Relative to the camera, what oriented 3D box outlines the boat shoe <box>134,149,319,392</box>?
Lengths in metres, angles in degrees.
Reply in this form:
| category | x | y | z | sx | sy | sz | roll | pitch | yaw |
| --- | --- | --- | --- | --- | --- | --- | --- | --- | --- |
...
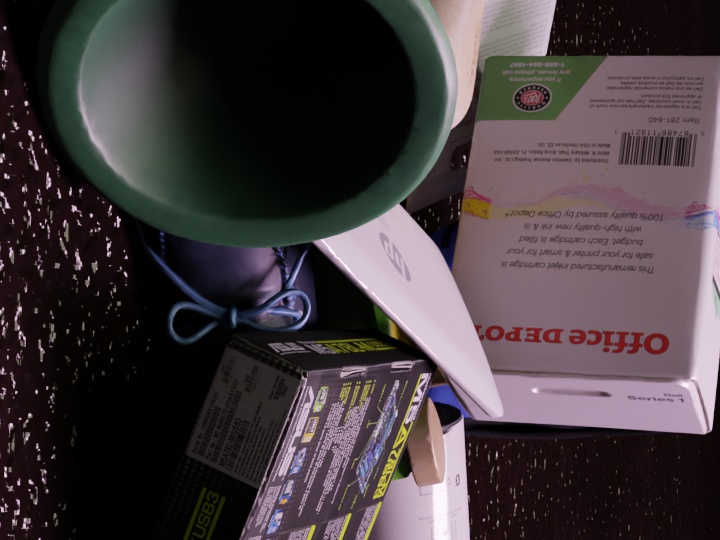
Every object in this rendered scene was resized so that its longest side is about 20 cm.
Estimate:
| category | x | y | z | sx | sy | sz | roll | pitch | yaw |
| --- | --- | --- | --- | --- | --- | --- | --- | --- | --- |
| boat shoe | -0.049 | 0.022 | 0.973 | 0.201 | 0.083 | 0.069 | 65 | 19 | -47 |

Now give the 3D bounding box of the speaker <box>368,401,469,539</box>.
| category | x | y | z | sx | sy | sz | roll | pitch | yaw |
| --- | --- | --- | --- | --- | --- | --- | --- | --- | --- |
| speaker | 0.027 | 0.184 | 1.214 | 0.081 | 0.080 | 0.202 | -32 | 120 | -68 |

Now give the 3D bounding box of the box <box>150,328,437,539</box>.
| category | x | y | z | sx | sy | sz | roll | pitch | yaw |
| --- | --- | --- | --- | --- | --- | --- | --- | --- | --- |
| box | -0.043 | 0.126 | 0.951 | 0.202 | 0.047 | 0.193 | -69 | 164 | 7 |

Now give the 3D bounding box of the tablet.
| category | x | y | z | sx | sy | sz | roll | pitch | yaw |
| --- | --- | --- | --- | --- | --- | --- | --- | --- | --- |
| tablet | 0.007 | -0.018 | 1.013 | 0.200 | 0.014 | 0.131 | 44 | 19 | -44 |

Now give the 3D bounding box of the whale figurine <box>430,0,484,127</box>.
| category | x | y | z | sx | sy | sz | roll | pitch | yaw |
| --- | --- | --- | --- | --- | --- | --- | --- | --- | --- |
| whale figurine | 0.009 | -0.119 | 1.028 | 0.200 | 0.103 | 0.160 | -78 | 175 | -65 |

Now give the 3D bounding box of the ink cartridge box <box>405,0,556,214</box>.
| category | x | y | z | sx | sy | sz | roll | pitch | yaw |
| --- | --- | --- | --- | --- | --- | --- | --- | --- | --- |
| ink cartridge box | 0.062 | -0.151 | 1.210 | 0.162 | 0.057 | 0.202 | -25 | 133 | -54 |

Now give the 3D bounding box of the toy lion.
| category | x | y | z | sx | sy | sz | roll | pitch | yaw |
| --- | --- | --- | --- | --- | --- | --- | --- | --- | --- |
| toy lion | 0.000 | 0.000 | 1.128 | 0.200 | 0.068 | 0.193 | -82 | 160 | -68 |

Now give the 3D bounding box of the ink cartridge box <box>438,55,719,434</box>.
| category | x | y | z | sx | sy | sz | roll | pitch | yaw |
| --- | --- | --- | --- | --- | --- | --- | --- | --- | --- |
| ink cartridge box | 0.133 | -0.016 | 1.161 | 0.084 | 0.143 | 0.202 | 58 | 38 | -59 |

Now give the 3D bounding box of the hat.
| category | x | y | z | sx | sy | sz | roll | pitch | yaw |
| --- | --- | --- | --- | --- | --- | --- | --- | --- | --- |
| hat | -0.032 | -0.128 | 0.905 | 0.177 | 0.198 | 0.167 | -87 | 175 | -49 |

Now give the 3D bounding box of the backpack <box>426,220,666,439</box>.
| category | x | y | z | sx | sy | sz | roll | pitch | yaw |
| --- | --- | --- | --- | --- | --- | --- | --- | --- | --- |
| backpack | 0.116 | 0.017 | 1.298 | 0.162 | 0.198 | 0.170 | -28 | 112 | -78 |
